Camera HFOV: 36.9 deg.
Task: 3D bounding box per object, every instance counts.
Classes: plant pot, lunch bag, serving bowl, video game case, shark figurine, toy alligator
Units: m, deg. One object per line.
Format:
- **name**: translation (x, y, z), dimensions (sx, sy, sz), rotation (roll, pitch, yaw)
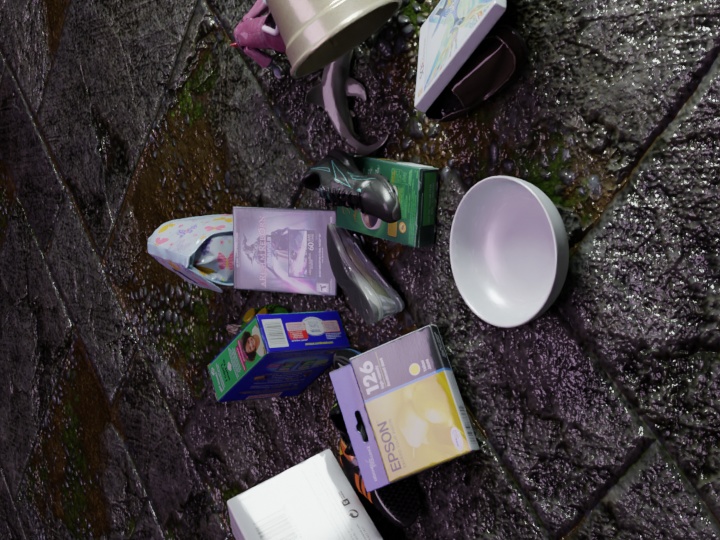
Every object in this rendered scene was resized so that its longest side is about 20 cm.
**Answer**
- **plant pot**: translation (-0.068, -0.420, 1.605), dimensions (0.200, 0.200, 0.185), rotation (-33, 91, 48)
- **lunch bag**: translation (-0.269, -0.031, 1.957), dimensions (0.169, 0.198, 0.129), rotation (14, 105, 49)
- **serving bowl**: translation (0.209, -0.027, 1.451), dimensions (0.199, 0.065, 0.203), rotation (9, 101, 50)
- **video game case**: translation (-0.128, -0.034, 1.845), dimensions (0.197, 0.019, 0.145), rotation (3, 98, 21)
- **shark figurine**: translation (-0.042, -0.260, 1.730), dimensions (0.128, 0.089, 0.217), rotation (-33, 67, 50)
- **video game case**: translation (0.135, -0.342, 1.468), dimensions (0.200, 0.022, 0.184), rotation (-49, 25, 43)
- **toy alligator**: translation (-0.183, 0.088, 1.983), dimensions (0.199, 0.059, 0.055), rotation (-4, 49, 53)

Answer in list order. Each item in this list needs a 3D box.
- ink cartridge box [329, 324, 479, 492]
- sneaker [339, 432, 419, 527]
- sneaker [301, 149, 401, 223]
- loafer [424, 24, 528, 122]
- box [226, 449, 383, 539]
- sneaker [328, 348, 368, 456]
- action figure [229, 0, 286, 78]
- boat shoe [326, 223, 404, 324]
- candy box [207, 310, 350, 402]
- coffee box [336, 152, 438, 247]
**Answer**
- **ink cartridge box**: translation (0.057, 0.210, 1.628), dimensions (0.198, 0.047, 0.200), rotation (-25, 74, 18)
- **sneaker**: translation (0.029, 0.343, 1.739), dimensions (0.201, 0.069, 0.091), rotation (51, 146, 35)
- **sneaker**: translation (-0.013, -0.115, 1.632), dimensions (0.199, 0.079, 0.076), rotation (36, 145, 46)
- **loafer**: translation (0.155, -0.256, 1.474), dimensions (0.073, 0.071, 0.200), rotation (47, 142, 1)
- **box**: translation (-0.087, 0.438, 1.758), dimensions (0.200, 0.198, 0.132), rotation (55, 159, 31)
- **sneaker**: translation (-0.014, 0.210, 1.737), dimensions (0.071, 0.082, 0.202), rotation (118, 146, -47)
- **action figure**: translation (-0.157, -0.395, 1.821), dimensions (0.198, 0.148, 0.136), rotation (-3, 99, 38)
- **boat shoe**: translation (0.000, -0.001, 1.735), dimensions (0.075, 0.064, 0.203), rotation (96, 151, -45)
- **candy box**: translation (-0.141, 0.148, 1.840), dimensions (0.200, 0.167, 0.078), rotation (-45, 56, 44)
- **coffee box**: translation (0.039, -0.113, 1.676), dimensions (0.199, 0.044, 0.125), rotation (15, 106, 50)
